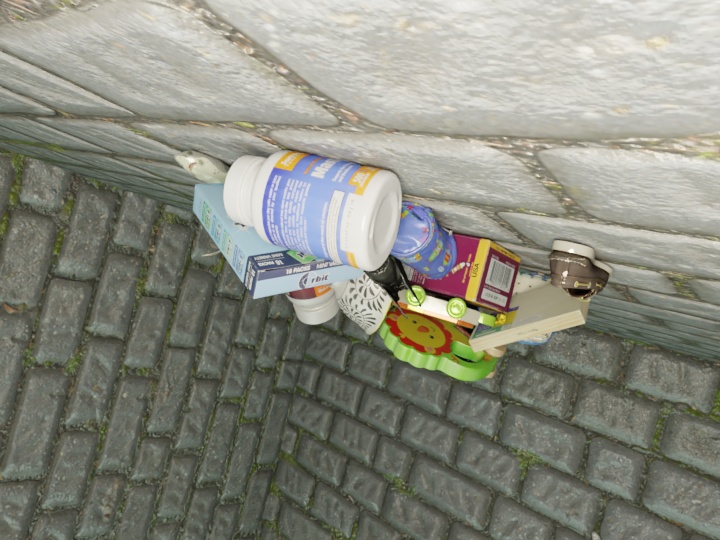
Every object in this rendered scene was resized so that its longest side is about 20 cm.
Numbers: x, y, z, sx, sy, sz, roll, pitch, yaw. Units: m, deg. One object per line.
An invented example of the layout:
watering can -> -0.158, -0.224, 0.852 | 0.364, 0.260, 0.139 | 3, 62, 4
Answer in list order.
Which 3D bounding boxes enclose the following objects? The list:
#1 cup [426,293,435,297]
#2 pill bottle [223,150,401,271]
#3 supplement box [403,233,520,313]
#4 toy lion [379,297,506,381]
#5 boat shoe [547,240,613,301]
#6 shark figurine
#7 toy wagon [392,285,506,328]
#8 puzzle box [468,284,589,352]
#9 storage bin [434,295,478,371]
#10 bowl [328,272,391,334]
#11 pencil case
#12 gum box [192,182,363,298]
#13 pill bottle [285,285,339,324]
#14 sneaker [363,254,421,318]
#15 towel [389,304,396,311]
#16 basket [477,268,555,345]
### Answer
cup -> 0.140, 0.036, 1.301 | 0.142, 0.204, 0.198 | 35, 166, -38
pill bottle -> -0.059, -0.077, 0.644 | 0.195, 0.115, 0.112 | 16, 178, 21
supplement box -> 0.160, -0.005, 0.973 | 0.197, 0.106, 0.129 | 15, 178, 43
toy lion -> 0.137, 0.128, 0.985 | 0.199, 0.070, 0.189 | 36, -150, 30
boat shoe -> 0.307, 0.009, 0.775 | 0.070, 0.061, 0.198 | 14, 177, 33
shark figurine -> -0.227, -0.124, 0.936 | 0.124, 0.218, 0.091 | -12, -136, -10
toy wagon -> 0.147, 0.066, 0.930 | 0.195, 0.041, 0.155 | 17, 177, 9
puzzle box -> 0.289, 0.073, 0.938 | 0.197, 0.026, 0.133 | -22, -166, 36
storage bin -> 0.213, 0.145, 1.214 | 0.198, 0.136, 0.094 | 25, -157, -43
bowl -> 0.000, 0.000, 0.962 | 0.092, 0.206, 0.200 | 16, 178, -11
pencil case -> 0.094, -0.043, 0.828 | 0.078, 0.088, 0.199 | 41, -173, 23
gum box -> -0.111, -0.053, 0.745 | 0.167, 0.045, 0.200 | -10, -138, -38
pill bottle -> -0.099, -0.007, 1.021 | 0.106, 0.204, 0.111 | -9, -146, 6
sneaker -> 0.018, -0.025, 0.842 | 0.201, 0.060, 0.104 | 55, -173, 33
towel -> 0.094, 0.016, 1.123 | 0.022, 0.148, 0.199 | -9, 177, 24
basket -> 0.326, 0.076, 1.125 | 0.172, 0.142, 0.201 | 17, 162, 15
